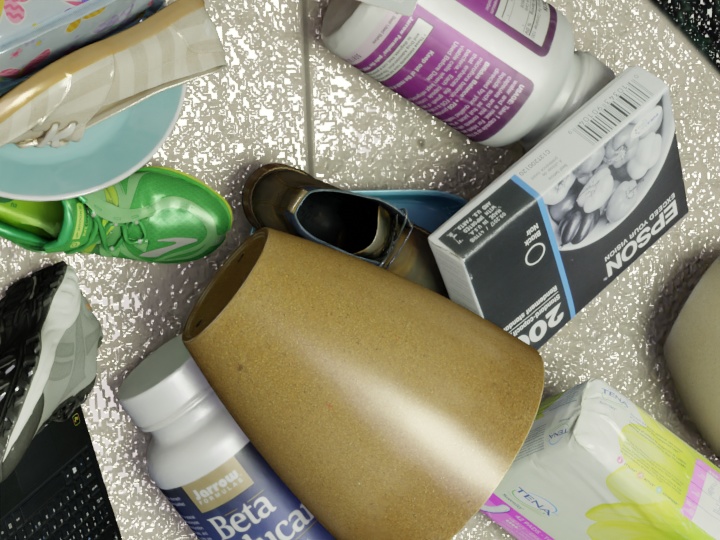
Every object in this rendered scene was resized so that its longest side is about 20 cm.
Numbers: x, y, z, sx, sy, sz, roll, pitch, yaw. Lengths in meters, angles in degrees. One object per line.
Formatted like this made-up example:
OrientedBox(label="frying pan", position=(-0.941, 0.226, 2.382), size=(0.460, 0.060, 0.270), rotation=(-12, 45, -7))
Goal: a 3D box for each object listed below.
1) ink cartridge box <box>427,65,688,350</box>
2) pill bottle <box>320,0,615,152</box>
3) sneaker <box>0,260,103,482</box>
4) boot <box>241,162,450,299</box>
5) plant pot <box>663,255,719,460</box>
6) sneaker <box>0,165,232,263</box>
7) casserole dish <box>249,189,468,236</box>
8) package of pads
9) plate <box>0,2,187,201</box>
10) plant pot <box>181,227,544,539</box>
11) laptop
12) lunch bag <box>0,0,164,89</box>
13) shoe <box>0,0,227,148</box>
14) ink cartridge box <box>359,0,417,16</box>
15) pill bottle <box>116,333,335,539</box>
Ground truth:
OrientedBox(label="ink cartridge box", position=(0.152, -0.017, 1.238), size=(0.198, 0.043, 0.201), rotation=(-40, 143, -13))
OrientedBox(label="pill bottle", position=(0.080, -0.158, 1.225), size=(0.199, 0.112, 0.113), rotation=(30, 89, -17))
OrientedBox(label="sneaker", position=(-0.213, 0.076, 1.144), size=(0.073, 0.201, 0.080), rotation=(-23, 118, 23))
OrientedBox(label="boot", position=(0.013, -0.008, 1.196), size=(0.199, 0.097, 0.075), rotation=(26, 89, -18))
OrientedBox(label="plant pot", position=(0.309, 0.060, 1.298), size=(0.134, 0.200, 0.201), rotation=(32, 89, 18))
OrientedBox(label="sneaker", position=(-0.187, -0.034, 1.177), size=(0.198, 0.084, 0.075), rotation=(8, 115, -13))
OrientedBox(label="casserole dish", position=(0.000, 0.000, 1.264), size=(0.198, 0.039, 0.122), rotation=(-3, 99, -16))
OrientedBox(label="package of pads", position=(0.191, 0.174, 1.282), size=(0.199, 0.154, 0.069), rotation=(36, 52, -17))
OrientedBox(label="plate", position=(-0.216, -0.134, 1.156), size=(0.198, 0.026, 0.202), rotation=(4, 67, -10))
OrientedBox(label="plant pot", position=(-0.012, 0.067, 1.132), size=(0.200, 0.186, 0.187), rotation=(39, 87, -15))
OrientedBox(label="laptop", position=(-0.171, 0.193, 1.161), size=(0.102, 0.177, 0.202), rotation=(-10, 104, 22))
OrientedBox(label="lunch bag", position=(-0.243, -0.206, 1.091), size=(0.199, 0.127, 0.170), rotation=(-31, 89, -29))
OrientedBox(label="shoe", position=(-0.170, -0.116, 1.103), size=(0.199, 0.070, 0.054), rotation=(-33, 98, -27))
OrientedBox(label="ink cartridge box", position=(0.015, -0.284, 1.169), size=(0.057, 0.162, 0.202), rotation=(5, 105, -58))
OrientedBox(label="pill bottle", position=(-0.083, 0.143, 1.224), size=(0.111, 0.111, 0.201), rotation=(-38, 106, -7))
